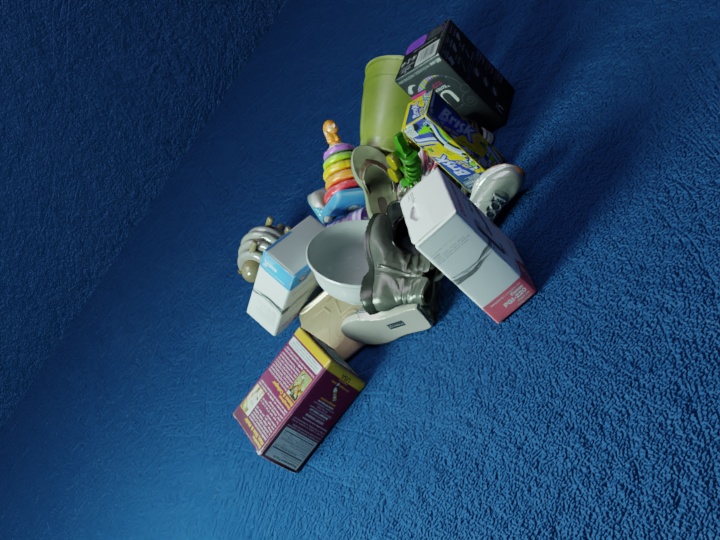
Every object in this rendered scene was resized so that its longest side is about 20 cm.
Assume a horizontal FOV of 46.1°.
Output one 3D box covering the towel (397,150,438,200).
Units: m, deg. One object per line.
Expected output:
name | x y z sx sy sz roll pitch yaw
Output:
towel | 0.108 -0.170 1.622 0.147 0.030 0.201 -91 16 -48

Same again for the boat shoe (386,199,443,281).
boat shoe | 0.090 -0.068 1.502 0.074 0.066 0.201 -26 50 7

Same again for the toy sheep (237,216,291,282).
toy sheep | -0.219 -0.045 1.974 0.137 0.138 0.201 -25 23 42

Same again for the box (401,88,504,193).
box | 0.164 -0.222 1.488 0.064 0.199 0.071 -23 40 42

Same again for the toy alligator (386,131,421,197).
toy alligator | 0.087 -0.176 1.525 0.059 0.201 0.054 -38 65 -13

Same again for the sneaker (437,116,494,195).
sneaker | 0.168 -0.201 1.586 0.080 0.086 0.201 -6 52 56

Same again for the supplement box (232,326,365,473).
supplement box | -0.107 0.224 1.469 0.201 0.103 0.131 -51 39 1

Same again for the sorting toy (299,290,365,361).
sorting toy | -0.047 0.107 1.619 0.185 0.036 0.201 -40 33 24

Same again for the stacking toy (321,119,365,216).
stacking toy | -0.040 -0.219 1.742 0.116 0.109 0.202 -45 57 60

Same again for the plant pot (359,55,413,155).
plant pot | 0.079 -0.310 1.771 0.199 0.199 0.195 -6 63 55

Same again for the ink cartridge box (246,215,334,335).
ink cartridge box | -0.135 0.012 1.673 0.145 0.083 0.201 -42 -16 -39

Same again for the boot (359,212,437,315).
boot | 0.074 -0.018 1.421 0.129 0.068 0.202 -13 53 26

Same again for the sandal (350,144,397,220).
sandal | 0.034 -0.174 1.633 0.079 0.058 0.202 -14 53 -5

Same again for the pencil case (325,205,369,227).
pencil case | -0.030 -0.067 1.755 0.199 0.085 0.085 -22 76 45

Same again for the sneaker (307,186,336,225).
sneaker | -0.054 -0.160 1.847 0.080 0.077 0.200 -31 9 22

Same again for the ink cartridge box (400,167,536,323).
ink cartridge box | 0.160 -0.039 1.272 0.085 0.199 0.146 -42 28 18

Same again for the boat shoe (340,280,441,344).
boat shoe | 0.057 0.064 1.466 0.198 0.075 0.093 -14 40 38

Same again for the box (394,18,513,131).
box | 0.182 -0.356 1.625 0.122 0.199 0.107 -22 39 45

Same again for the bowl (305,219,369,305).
bowl | 0.000 0.000 1.561 0.198 0.091 0.202 0 38 0

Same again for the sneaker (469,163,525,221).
sneaker | 0.206 -0.091 1.422 0.200 0.075 0.093 -44 34 33
